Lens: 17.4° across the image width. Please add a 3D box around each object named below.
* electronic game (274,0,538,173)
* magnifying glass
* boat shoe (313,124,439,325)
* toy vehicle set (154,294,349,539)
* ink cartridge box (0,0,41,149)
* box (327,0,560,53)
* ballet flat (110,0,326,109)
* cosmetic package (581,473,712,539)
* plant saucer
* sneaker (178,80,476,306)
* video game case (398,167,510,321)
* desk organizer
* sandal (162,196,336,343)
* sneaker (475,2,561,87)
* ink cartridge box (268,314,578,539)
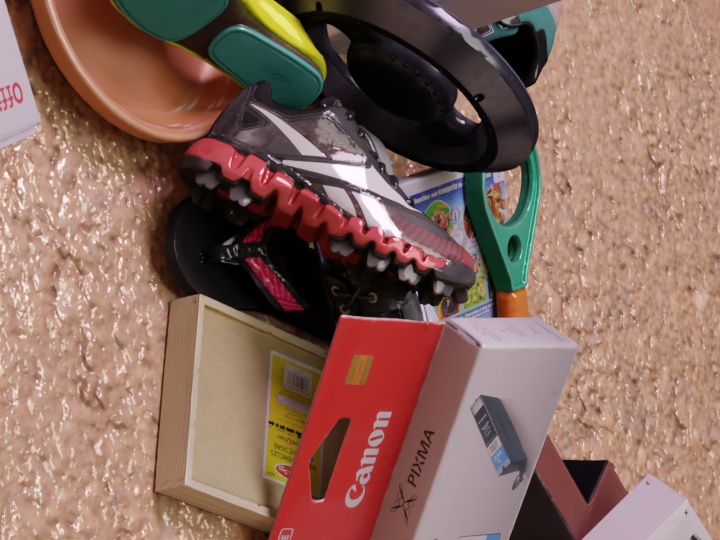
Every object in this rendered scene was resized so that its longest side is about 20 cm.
[{"bbox_3d":[0.028,-0.131,1.550,0.200,0.199,0.042,46,65,-32],"label":"electronic game"},{"bbox_3d":[0.106,-0.007,1.671,0.079,0.022,0.201,-18,109,-53],"label":"magnifying glass"},{"bbox_3d":[0.000,0.000,1.530,0.057,0.068,0.201,10,63,-61],"label":"boat shoe"},{"bbox_3d":[-0.049,0.105,1.513,0.200,0.026,0.125,27,59,-44],"label":"toy vehicle set"},{"bbox_3d":[-0.258,-0.149,1.247,0.145,0.083,0.201,-39,114,-69],"label":"ink cartridge box"},{"bbox_3d":[0.053,-0.232,1.606,0.097,0.199,0.125,1,79,-51],"label":"box"},{"bbox_3d":[-0.095,-0.167,1.464,0.200,0.067,0.067,34,33,-44],"label":"ballet flat"},{"bbox_3d":[0.159,0.242,1.624,0.200,0.051,0.083,-43,124,-10],"label":"cosmetic package"},{"bbox_3d":[-0.140,-0.176,1.479,0.200,0.037,0.201,18,66,-47],"label":"plant saucer"},{"bbox_3d":[-0.009,-0.052,1.472,0.200,0.071,0.098,27,73,-2],"label":"sneaker"},{"bbox_3d":[0.064,0.027,1.648,0.143,0.018,0.201,-21,110,-52],"label":"video game case"},{"bbox_3d":[0.123,0.141,1.654,0.200,0.071,0.077,59,45,-33],"label":"desk organizer"},{"bbox_3d":[-0.051,-0.003,1.529,0.200,0.045,0.076,22,63,-46],"label":"sandal"},{"bbox_3d":[0.085,-0.212,1.744,0.200,0.071,0.080,41,46,-38],"label":"sneaker"},{"bbox_3d":[0.036,0.127,1.495,0.176,0.045,0.201,2,114,-42],"label":"ink cartridge box"}]
